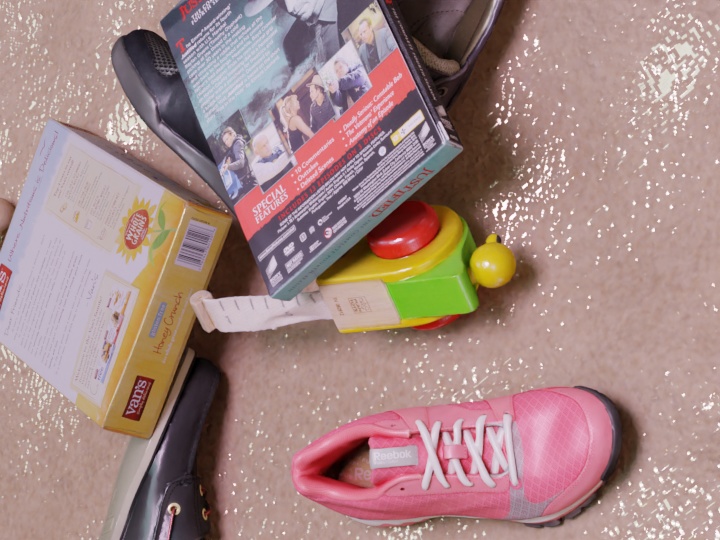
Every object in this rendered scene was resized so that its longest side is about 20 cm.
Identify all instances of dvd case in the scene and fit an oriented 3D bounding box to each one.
[{"bbox_3d":[-0.032,-0.105,1.358,0.146,0.022,0.201,-41,58,29],"label":"dvd case"}]

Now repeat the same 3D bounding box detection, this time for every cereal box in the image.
[{"bbox_3d":[-0.162,0.001,1.499,0.200,0.039,0.145,32,103,54],"label":"cereal box"}]

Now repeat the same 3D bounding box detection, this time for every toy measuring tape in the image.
[{"bbox_3d":[0.000,0.000,1.386,0.199,0.073,0.074,-6,80,29],"label":"toy measuring tape"}]

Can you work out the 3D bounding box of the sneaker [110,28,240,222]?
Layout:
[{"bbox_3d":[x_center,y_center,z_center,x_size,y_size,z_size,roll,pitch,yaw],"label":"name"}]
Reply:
[{"bbox_3d":[-0.061,-0.102,1.451,0.199,0.076,0.115,44,107,29],"label":"sneaker"}]

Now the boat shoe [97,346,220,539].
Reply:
[{"bbox_3d":[-0.123,0.147,1.472,0.074,0.063,0.203,159,130,-77],"label":"boat shoe"}]

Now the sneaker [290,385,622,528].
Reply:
[{"bbox_3d":[0.048,0.107,1.330,0.199,0.087,0.074,-14,76,34],"label":"sneaker"}]

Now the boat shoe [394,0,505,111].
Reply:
[{"bbox_3d":[0.028,-0.119,1.363,0.201,0.072,0.065,-60,18,-4],"label":"boat shoe"}]

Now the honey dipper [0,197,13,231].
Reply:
[{"bbox_3d":[-0.268,0.048,1.608,0.038,0.038,0.201,17,91,37],"label":"honey dipper"}]
